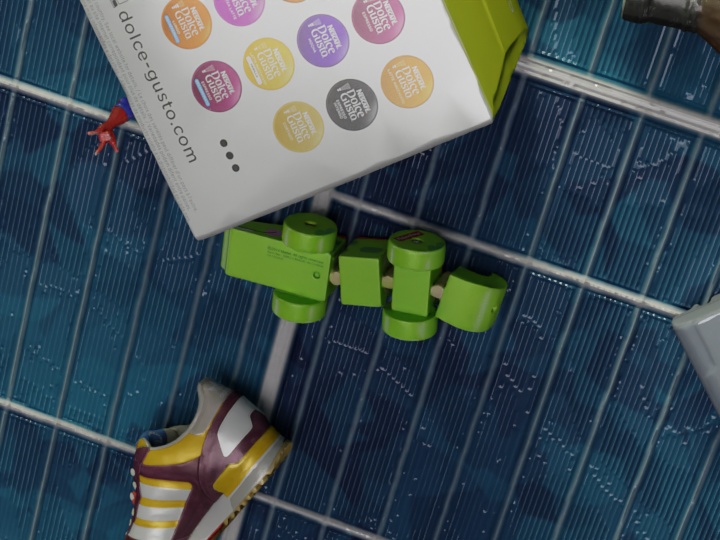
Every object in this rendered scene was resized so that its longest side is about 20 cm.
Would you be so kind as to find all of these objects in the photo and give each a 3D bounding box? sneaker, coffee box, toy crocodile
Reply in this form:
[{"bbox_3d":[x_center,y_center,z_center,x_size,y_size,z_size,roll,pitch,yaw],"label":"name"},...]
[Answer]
[{"bbox_3d":[-0.138,0.165,1.301,0.090,0.075,0.200,43,108,3],"label":"sneaker"},{"bbox_3d":[-0.031,-0.171,1.068,0.196,0.200,0.201,-20,106,19],"label":"coffee box"},{"bbox_3d":[0.000,0.000,1.210,0.198,0.062,0.068,10,113,14],"label":"toy crocodile"}]

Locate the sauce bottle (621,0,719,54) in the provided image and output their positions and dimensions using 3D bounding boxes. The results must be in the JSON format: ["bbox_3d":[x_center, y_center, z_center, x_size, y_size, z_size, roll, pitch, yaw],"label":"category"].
[{"bbox_3d":[0.259,-0.152,1.083,0.198,0.065,0.065,15,114,8],"label":"sauce bottle"}]

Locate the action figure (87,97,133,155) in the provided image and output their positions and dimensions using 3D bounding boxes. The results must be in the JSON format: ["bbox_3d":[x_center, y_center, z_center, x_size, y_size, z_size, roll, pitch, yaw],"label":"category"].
[{"bbox_3d":[-0.150,-0.157,1.161,0.065,0.099,0.201,-13,110,19],"label":"action figure"}]

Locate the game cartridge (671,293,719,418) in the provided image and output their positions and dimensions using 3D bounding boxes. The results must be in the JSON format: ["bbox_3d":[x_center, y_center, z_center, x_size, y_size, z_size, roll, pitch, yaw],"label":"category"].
[{"bbox_3d":[0.320,0.050,1.163,0.199,0.042,0.134,-25,99,21],"label":"game cartridge"}]
